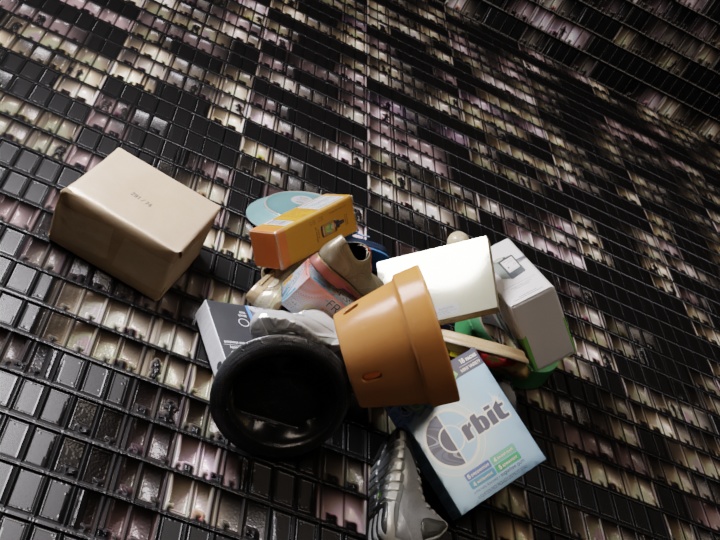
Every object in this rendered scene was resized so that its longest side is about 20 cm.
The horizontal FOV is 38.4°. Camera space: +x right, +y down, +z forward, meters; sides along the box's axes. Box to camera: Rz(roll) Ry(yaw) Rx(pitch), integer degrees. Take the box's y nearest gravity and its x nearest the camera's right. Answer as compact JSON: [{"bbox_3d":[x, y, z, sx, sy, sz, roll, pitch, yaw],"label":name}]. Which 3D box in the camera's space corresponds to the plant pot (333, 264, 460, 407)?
[{"bbox_3d":[0.046,0.107,1.462,0.139,0.201,0.201,-17,40,2],"label":"plant pot"}]

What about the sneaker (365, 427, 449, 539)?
[{"bbox_3d":[0.073,0.322,1.450,0.115,0.075,0.201,28,41,-14],"label":"sneaker"}]

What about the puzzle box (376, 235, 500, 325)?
[{"bbox_3d":[0.126,0.027,1.714,0.025,0.198,0.134,48,33,-58],"label":"puzzle box"}]

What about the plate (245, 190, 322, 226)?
[{"bbox_3d":[-0.108,-0.109,1.869,0.198,0.026,0.201,4,25,-2],"label":"plate"}]

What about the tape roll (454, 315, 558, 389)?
[{"bbox_3d":[0.272,0.130,1.913,0.199,0.048,0.201,23,32,-15],"label":"tape roll"}]

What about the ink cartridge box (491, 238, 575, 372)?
[{"bbox_3d":[0.279,0.056,1.790,0.146,0.084,0.200,65,-2,-29],"label":"ink cartridge box"}]

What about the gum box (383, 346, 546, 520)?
[{"bbox_3d":[0.154,0.240,1.542,0.169,0.045,0.201,-27,77,-27],"label":"gum box"}]

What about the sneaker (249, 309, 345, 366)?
[{"bbox_3d":[-0.089,0.095,1.549,0.199,0.078,0.100,23,23,-36],"label":"sneaker"}]

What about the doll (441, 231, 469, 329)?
[{"bbox_3d":[0.143,0.027,1.793,0.136,0.201,0.048,6,24,-35],"label":"doll"}]

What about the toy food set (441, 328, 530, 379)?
[{"bbox_3d":[0.186,0.137,1.738,0.196,0.049,0.200,14,-3,18],"label":"toy food set"}]

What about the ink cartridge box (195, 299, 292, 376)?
[{"bbox_3d":[-0.133,0.135,1.552,0.197,0.044,0.201,11,37,-33],"label":"ink cartridge box"}]

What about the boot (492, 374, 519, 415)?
[{"bbox_3d":[0.185,0.223,1.672,0.167,0.077,0.201,16,28,-17],"label":"boot"}]

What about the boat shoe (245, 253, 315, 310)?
[{"bbox_3d":[-0.130,0.003,1.716,0.064,0.071,0.200,31,32,-1],"label":"boat shoe"}]

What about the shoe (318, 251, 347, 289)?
[{"bbox_3d":[-0.005,0.037,1.758,0.200,0.091,0.071,39,31,12],"label":"shoe"}]

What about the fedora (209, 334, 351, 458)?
[{"bbox_3d":[-0.116,0.160,1.426,0.199,0.202,0.092,16,15,-24],"label":"fedora"}]

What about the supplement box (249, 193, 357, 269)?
[{"bbox_3d":[-0.091,-0.067,1.717,0.068,0.067,0.199,7,25,41],"label":"supplement box"}]

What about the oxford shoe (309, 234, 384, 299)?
[{"bbox_3d":[0.000,0.000,1.644,0.071,0.075,0.200,48,10,29],"label":"oxford shoe"}]

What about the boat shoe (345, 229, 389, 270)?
[{"bbox_3d":[-0.037,-0.051,1.862,0.199,0.084,0.069,13,44,-32],"label":"boat shoe"}]

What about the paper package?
[{"bbox_3d":[-0.347,-0.077,1.608,0.199,0.104,0.191,30,31,-1],"label":"paper package"}]

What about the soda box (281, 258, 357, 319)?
[{"bbox_3d":[-0.034,0.074,1.641,0.200,0.068,0.064,40,19,-22],"label":"soda box"}]
